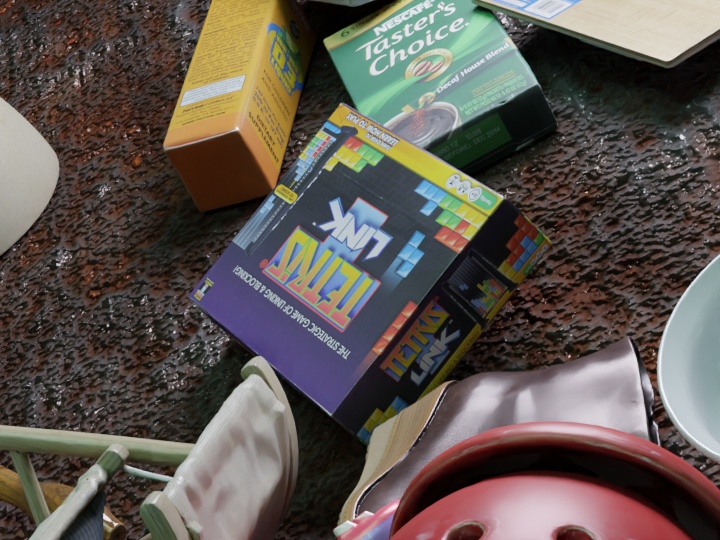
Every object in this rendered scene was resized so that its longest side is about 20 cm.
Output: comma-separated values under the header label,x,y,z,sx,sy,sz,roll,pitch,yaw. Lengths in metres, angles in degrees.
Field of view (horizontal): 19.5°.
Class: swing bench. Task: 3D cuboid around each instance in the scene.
label,x,y,z,sx,sy,sz,roll,pitch,yaw
swing bench,-0.140,0.157,1.124,0.199,0.130,0.199,-14,14,18

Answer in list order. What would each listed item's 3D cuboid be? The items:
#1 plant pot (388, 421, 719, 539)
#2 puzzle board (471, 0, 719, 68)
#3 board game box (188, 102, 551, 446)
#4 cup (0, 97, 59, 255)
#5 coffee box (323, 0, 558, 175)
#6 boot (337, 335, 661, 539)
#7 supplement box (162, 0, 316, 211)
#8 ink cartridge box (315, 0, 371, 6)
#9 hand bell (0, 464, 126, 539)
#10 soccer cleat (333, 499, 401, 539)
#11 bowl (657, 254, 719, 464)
label,x,y,z,sx,sy,sz,roll,pitch,yaw
plant pot,0.078,0.180,0.921,0.200,0.201,0.183,-12,32,24
puzzle board,0.195,-0.195,1.445,0.150,0.017,0.200,-33,36,-25
board game box,0.000,0.000,1.298,0.165,0.057,0.200,-51,36,-4
cup,-0.358,-0.090,1.639,0.200,0.143,0.201,-20,36,15
coffee box,0.052,-0.133,1.476,0.123,0.044,0.200,-27,34,4
boot,0.077,0.118,1.110,0.166,0.072,0.200,-20,32,18
supplement box,-0.088,-0.135,1.564,0.069,0.067,0.200,-15,37,20
ink cartridge box,-0.001,-0.249,1.623,0.162,0.050,0.200,-22,18,-30
hand bell,-0.227,0.134,1.323,0.199,0.104,0.104,17,55,34
soccer cleat,-0.026,0.201,1.034,0.200,0.076,0.067,-50,-11,9
bowl,0.256,0.055,1.042,0.200,0.091,0.201,-20,35,15
